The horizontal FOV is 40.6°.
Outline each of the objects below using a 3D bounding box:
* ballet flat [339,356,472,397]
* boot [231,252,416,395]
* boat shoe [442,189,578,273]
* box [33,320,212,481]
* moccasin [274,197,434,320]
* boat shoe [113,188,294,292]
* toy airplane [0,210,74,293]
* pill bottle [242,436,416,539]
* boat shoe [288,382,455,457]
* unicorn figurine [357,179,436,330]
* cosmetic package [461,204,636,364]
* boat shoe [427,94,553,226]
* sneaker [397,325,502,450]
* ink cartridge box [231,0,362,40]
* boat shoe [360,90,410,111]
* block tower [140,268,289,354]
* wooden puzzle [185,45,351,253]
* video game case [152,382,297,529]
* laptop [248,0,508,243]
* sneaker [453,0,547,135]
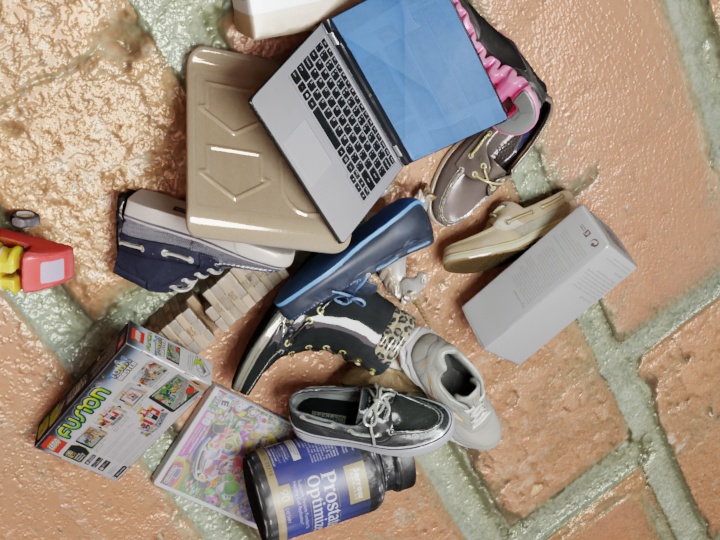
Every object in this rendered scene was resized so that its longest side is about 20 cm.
[{"bbox_3d":[0.065,0.125,1.226,0.197,0.068,0.074,11,98,-27],"label":"ballet flat"},{"bbox_3d":[-0.043,0.090,1.142,0.153,0.073,0.205,35,91,-10],"label":"boot"},{"bbox_3d":[0.185,-0.050,1.210,0.196,0.072,0.066,-18,76,-14],"label":"boat shoe"},{"bbox_3d":[-0.263,0.149,1.076,0.109,0.035,0.200,31,121,-28],"label":"box"},{"bbox_3d":[0.000,0.000,1.070,0.198,0.081,0.069,-34,110,-3],"label":"moccasin"},{"bbox_3d":[-0.173,-0.015,1.052,0.196,0.075,0.094,19,110,3],"label":"boat shoe"},{"bbox_3d":[-0.405,-0.004,0.944,0.199,0.141,0.201,-41,119,-1],"label":"toy airplane"},{"bbox_3d":[-0.037,0.250,1.185,0.196,0.112,0.114,-14,115,-16],"label":"pill bottle"},{"bbox_3d":[0.013,0.165,1.134,0.195,0.075,0.069,7,146,9],"label":"boat shoe"},{"bbox_3d":[0.032,-0.044,1.150,0.197,0.074,0.139,27,107,-13],"label":"unicorn figurine"},{"bbox_3d":[0.231,0.021,1.201,0.199,0.075,0.101,-41,144,19],"label":"cosmetic package"},{"bbox_3d":[0.155,-0.133,1.162,0.071,0.060,0.201,36,94,-29],"label":"boat shoe"},{"bbox_3d":[0.123,0.157,1.180,0.076,0.092,0.201,-47,119,-14],"label":"sneaker"},{"bbox_3d":[-0.060,-0.352,0.985,0.162,0.075,0.204,-17,116,-16],"label":"ink cartridge box"},{"bbox_3d":[0.036,-0.202,1.073,0.197,0.067,0.074,18,75,-28],"label":"boat shoe"},{"bbox_3d":[-0.176,0.042,1.103,0.199,0.058,0.054,-40,119,-1],"label":"block tower"},{"bbox_3d":[-0.101,-0.123,1.039,0.182,0.046,0.205,6,73,-26],"label":"wooden puzzle"},{"bbox_3d":[-0.140,0.241,1.215,0.198,0.018,0.144,31,96,-29],"label":"video game case"},{"bbox_3d":[0.024,-0.162,0.985,0.201,0.115,0.189,-52,125,-27],"label":"laptop"},{"bbox_3d":[0.137,-0.246,1.094,0.201,0.079,0.095,50,45,-2],"label":"sneaker"}]
